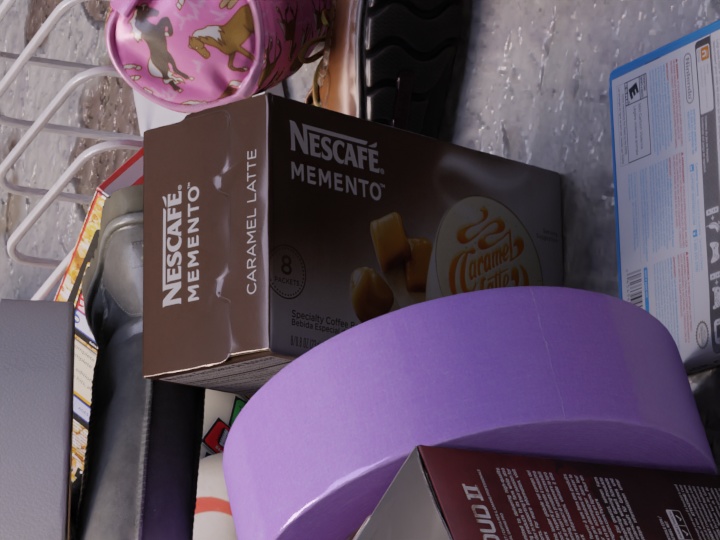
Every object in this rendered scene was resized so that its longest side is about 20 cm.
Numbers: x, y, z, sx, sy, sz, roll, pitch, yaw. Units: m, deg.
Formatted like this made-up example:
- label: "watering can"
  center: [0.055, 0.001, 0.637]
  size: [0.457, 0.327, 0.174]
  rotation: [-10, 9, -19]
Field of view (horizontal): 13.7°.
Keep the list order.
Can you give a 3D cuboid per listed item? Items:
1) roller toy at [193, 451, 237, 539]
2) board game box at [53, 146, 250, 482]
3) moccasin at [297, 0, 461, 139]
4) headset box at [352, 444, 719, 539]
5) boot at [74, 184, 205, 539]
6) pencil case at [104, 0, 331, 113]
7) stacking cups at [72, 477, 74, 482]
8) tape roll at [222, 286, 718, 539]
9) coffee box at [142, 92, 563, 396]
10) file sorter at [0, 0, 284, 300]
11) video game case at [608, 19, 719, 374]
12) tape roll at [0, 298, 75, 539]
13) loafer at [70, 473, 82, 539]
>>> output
- label: "roller toy"
  center: [-0.025, 0.182, 1.407]
  size: [0.200, 0.139, 0.183]
  rotation: [-32, 53, 41]
- label: "board game box"
  center: [-0.091, 0.055, 1.525]
  size: [0.151, 0.046, 0.200]
  rotation: [37, 136, 9]
- label: "moccasin"
  center: [0.005, -0.089, 1.483]
  size: [0.078, 0.073, 0.202]
  rotation: [17, 109, 51]
- label: "headset box"
  center: [0.067, 0.150, 1.196]
  size: [0.149, 0.199, 0.077]
  rotation: [-58, 39, 35]
- label: "boot"
  center: [-0.096, 0.083, 1.353]
  size: [0.182, 0.072, 0.201]
  rotation: [84, 180, -66]
- label: "pencil case"
  center: [-0.068, -0.131, 1.503]
  size: [0.200, 0.086, 0.083]
  rotation: [-57, -35, -76]
- label: "stacking cups"
  center: [-0.161, 0.104, 1.624]
  size: [0.060, 0.060, 0.200]
  rotation: [-43, 7, 48]
- label: "tape roll"
  center: [0.045, 0.088, 1.244]
  size: [0.200, 0.199, 0.066]
  rotation: [-50, 43, 43]
- label: "coffee box"
  center: [0.000, 0.000, 1.327]
  size: [0.079, 0.200, 0.115]
  rotation: [-12, 73, 40]
- label: "file sorter"
  center: [-0.125, -0.071, 1.642]
  size: [0.139, 0.124, 0.201]
  rotation: [-45, 47, 46]
- label: "video game case"
  center: [0.170, -0.041, 1.238]
  size: [0.200, 0.018, 0.144]
  rotation: [-23, 64, 56]
- label: "tape roll"
  center: [-0.150, 0.113, 1.357]
  size: [0.203, 0.037, 0.204]
  rotation: [-178, 90, -86]
- label: "loafer"
  center: [-0.087, 0.166, 1.522]
  size: [0.068, 0.070, 0.201]
  rotation: [18, 145, 42]
